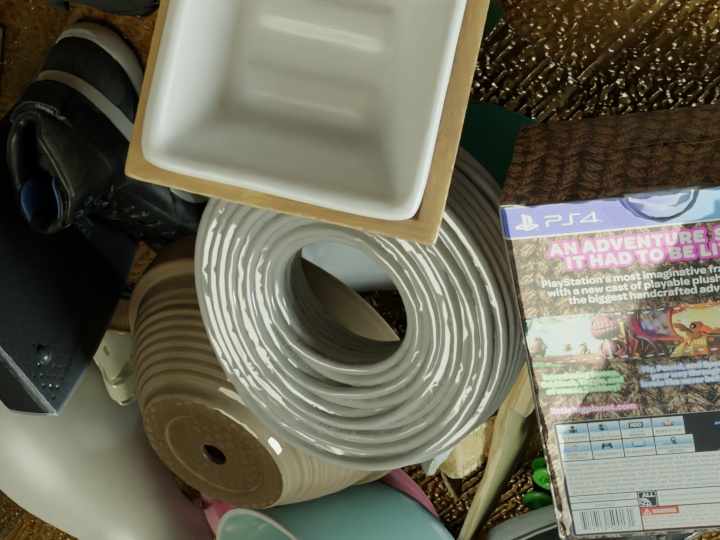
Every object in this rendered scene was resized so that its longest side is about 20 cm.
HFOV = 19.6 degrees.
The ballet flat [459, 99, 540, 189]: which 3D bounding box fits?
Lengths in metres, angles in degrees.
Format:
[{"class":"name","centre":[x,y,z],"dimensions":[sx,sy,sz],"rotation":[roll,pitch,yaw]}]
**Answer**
[{"class":"ballet flat","centre":[0.121,-0.024,1.152],"dimensions":[0.199,0.073,0.073],"rotation":[26,144,2]}]

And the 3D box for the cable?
[{"class":"cable","centre":[-0.002,0.010,1.138],"dimensions":[0.200,0.069,0.200],"rotation":[42,127,6]}]

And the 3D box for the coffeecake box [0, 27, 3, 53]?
[{"class":"coffeecake box","centre":[-0.323,-0.106,1.373],"dimensions":[0.153,0.073,0.200],"rotation":[28,144,6]}]

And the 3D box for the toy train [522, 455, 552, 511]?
[{"class":"toy train","centre":[0.148,0.099,1.301],"dimensions":[0.056,0.042,0.200],"rotation":[18,143,2]}]

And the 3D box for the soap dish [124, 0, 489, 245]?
[{"class":"soap dish","centre":[-0.017,-0.126,1.025],"dimensions":[0.157,0.201,0.081],"rotation":[13,-179,5]}]

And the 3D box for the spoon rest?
[{"class":"spoon rest","centre":[0.000,0.000,1.289],"dimensions":[0.200,0.061,0.100],"rotation":[37,145,16]}]

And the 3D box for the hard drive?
[{"class":"hard drive","centre":[-0.205,-0.012,1.289],"dimensions":[0.042,0.200,0.135],"rotation":[-23,119,27]}]

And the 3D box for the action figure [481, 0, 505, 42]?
[{"class":"action figure","centre":[0.000,-0.098,1.169],"dimensions":[0.118,0.055,0.200],"rotation":[25,148,4]}]

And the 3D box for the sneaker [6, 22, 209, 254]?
[{"class":"sneaker","centre":[-0.158,-0.043,1.294],"dimensions":[0.073,0.112,0.200],"rotation":[1,134,36]}]

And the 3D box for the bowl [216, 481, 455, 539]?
[{"class":"bowl","centre":[0.005,0.217,1.372],"dimensions":[0.201,0.105,0.201],"rotation":[40,147,32]}]

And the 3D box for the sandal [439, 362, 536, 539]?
[{"class":"sandal","centre":[0.074,0.089,1.319],"dimensions":[0.069,0.078,0.212],"rotation":[30,136,11]}]

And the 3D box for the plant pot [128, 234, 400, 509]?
[{"class":"plant pot","centre":[-0.068,0.081,1.284],"dimensions":[0.200,0.093,0.201],"rotation":[20,143,16]}]

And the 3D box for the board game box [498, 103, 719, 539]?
[{"class":"board game box","centre":[0.169,0.026,1.070],"dimensions":[0.159,0.097,0.201],"rotation":[-5,117,14]}]

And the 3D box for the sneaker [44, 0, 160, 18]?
[{"class":"sneaker","centre":[-0.118,-0.183,1.149],"dimensions":[0.199,0.076,0.091],"rotation":[6,149,37]}]

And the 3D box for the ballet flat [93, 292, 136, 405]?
[{"class":"ballet flat","centre":[-0.129,0.066,1.434],"dimensions":[0.199,0.072,0.068],"rotation":[14,143,23]}]

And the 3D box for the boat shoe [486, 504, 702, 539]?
[{"class":"boat shoe","centre":[0.162,0.171,1.309],"dimensions":[0.199,0.066,0.070],"rotation":[-22,140,28]}]

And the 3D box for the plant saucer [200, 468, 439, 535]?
[{"class":"plant saucer","centre":[-0.018,0.183,1.510],"dimensions":[0.200,0.051,0.201],"rotation":[21,143,16]}]

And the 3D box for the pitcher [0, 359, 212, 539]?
[{"class":"pitcher","centre":[-0.199,0.136,1.540],"dimensions":[0.200,0.121,0.172],"rotation":[50,180,-9]}]
